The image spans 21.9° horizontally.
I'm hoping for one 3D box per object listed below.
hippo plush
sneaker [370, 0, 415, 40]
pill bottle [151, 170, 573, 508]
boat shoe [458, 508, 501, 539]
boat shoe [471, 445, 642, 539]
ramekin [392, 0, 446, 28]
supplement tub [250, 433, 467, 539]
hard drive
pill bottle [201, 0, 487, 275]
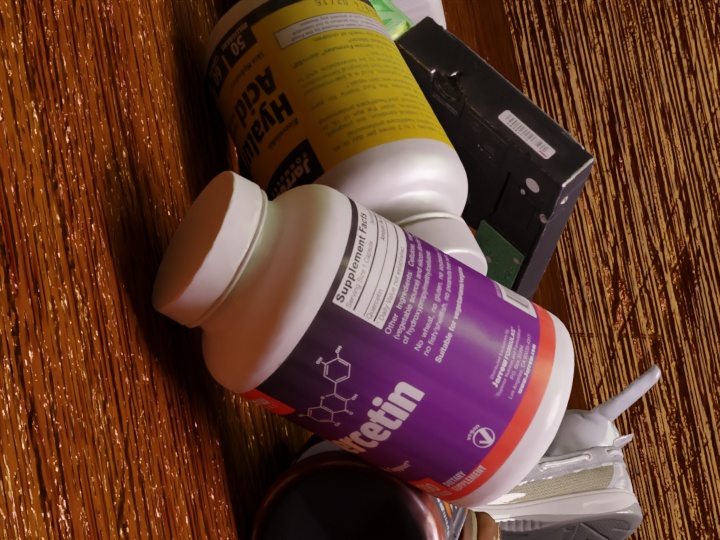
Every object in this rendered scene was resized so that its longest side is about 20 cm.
[{"bbox_3d":[0.106,0.153,1.429,0.159,0.161,0.200,-57,168,-41],"label":"hippo plush"},{"bbox_3d":[0.014,-0.155,1.303,0.074,0.083,0.200,-124,-158,-77],"label":"sneaker"},{"bbox_3d":[0.001,0.031,0.928,0.200,0.112,0.112,29,33,-19],"label":"pill bottle"},{"bbox_3d":[0.071,0.218,1.185,0.200,0.068,0.072,104,-6,-49],"label":"boat shoe"},{"bbox_3d":[0.085,0.151,1.227,0.074,0.202,0.065,103,-19,-54],"label":"boat shoe"},{"bbox_3d":[0.003,-0.258,1.445,0.200,0.098,0.201,-12,90,-86],"label":"ramekin"},{"bbox_3d":[0.007,0.134,1.062,0.200,0.107,0.107,-45,122,-78],"label":"supplement tub"},{"bbox_3d":[0.065,-0.053,1.173,0.140,0.038,0.200,42,-28,16],"label":"hard drive"},{"bbox_3d":[-0.006,-0.064,1.059,0.200,0.111,0.111,62,2,28],"label":"pill bottle"}]
